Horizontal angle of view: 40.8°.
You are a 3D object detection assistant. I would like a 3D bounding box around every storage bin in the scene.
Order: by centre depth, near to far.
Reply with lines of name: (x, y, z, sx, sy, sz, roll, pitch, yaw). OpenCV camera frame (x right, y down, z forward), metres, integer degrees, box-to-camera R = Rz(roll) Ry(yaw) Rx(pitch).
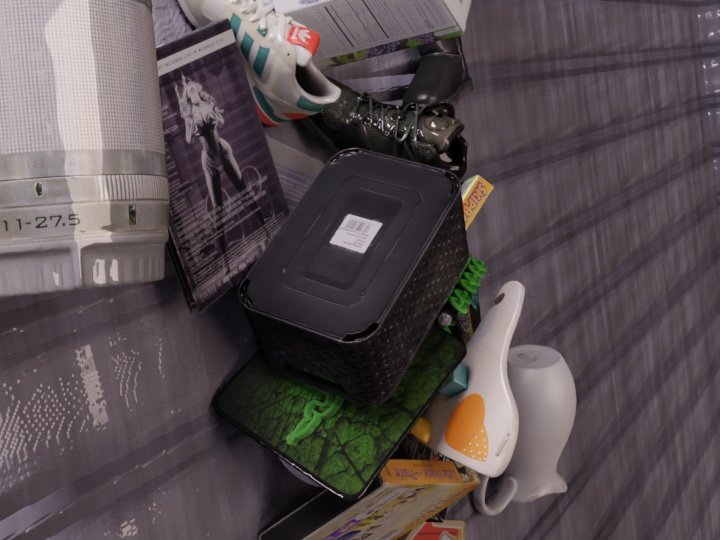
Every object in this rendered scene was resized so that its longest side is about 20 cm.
storage bin: (0.000, 0.000, 0.856, 0.201, 0.133, 0.094, -58, 150, -30)

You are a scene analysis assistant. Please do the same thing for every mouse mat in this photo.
mouse mat: (-0.015, 0.094, 0.868, 0.200, 0.159, 0.008, -47, 157, -35)

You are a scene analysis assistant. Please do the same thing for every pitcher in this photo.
pitcher: (0.212, 0.216, 1.291, 0.170, 0.120, 0.204, -19, 114, -42)

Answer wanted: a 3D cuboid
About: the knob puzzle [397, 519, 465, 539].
knob puzzle: (0.080, 0.384, 1.125, 0.218, 0.030, 0.224, 8, 80, -57)

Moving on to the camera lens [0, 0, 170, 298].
camera lens: (-0.201, -0.089, 0.597, 0.159, 0.158, 0.204, -9, 94, -58)

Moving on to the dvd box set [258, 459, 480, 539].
dvd box set: (0.015, 0.230, 0.937, 0.199, 0.146, 0.030, 17, 40, -56)

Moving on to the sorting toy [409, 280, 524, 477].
sorting toy: (0.126, 0.101, 0.985, 0.200, 0.105, 0.183, 53, 60, -80)

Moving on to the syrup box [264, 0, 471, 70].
syrup box: (0.002, -0.254, 0.904, 0.081, 0.197, 0.080, 45, 51, -41)

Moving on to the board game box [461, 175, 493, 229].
board game box: (0.082, -0.046, 1.032, 0.030, 0.200, 0.096, 34, 85, -8)

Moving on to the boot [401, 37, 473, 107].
boot: (0.075, -0.297, 1.150, 0.165, 0.065, 0.203, -46, 129, -60)

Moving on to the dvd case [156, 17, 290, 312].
dvd case: (-0.125, -0.089, 0.798, 0.149, 0.016, 0.203, -41, 122, -49)

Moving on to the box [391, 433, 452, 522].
box: (0.068, 0.160, 1.110, 0.160, 0.049, 0.202, 54, 43, -44)

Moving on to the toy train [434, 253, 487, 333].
toy train: (0.094, 0.015, 1.018, 0.056, 0.042, 0.200, 37, 20, 2)

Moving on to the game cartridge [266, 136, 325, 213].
game cartridge: (-0.085, -0.055, 0.901, 0.199, 0.038, 0.132, 18, 68, -56)

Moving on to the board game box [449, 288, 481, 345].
board game box: (0.107, 0.029, 1.142, 0.136, 0.028, 0.202, 56, 23, -36)

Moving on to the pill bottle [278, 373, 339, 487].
pill bottle: (-0.003, 0.112, 0.941, 0.200, 0.110, 0.114, -49, 127, -48)

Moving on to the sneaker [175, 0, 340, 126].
sneaker: (-0.085, -0.217, 0.860, 0.201, 0.092, 0.071, 57, 42, -38)

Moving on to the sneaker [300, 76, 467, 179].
sneaker: (0.029, -0.148, 0.969, 0.198, 0.114, 0.077, 35, 55, -15)
